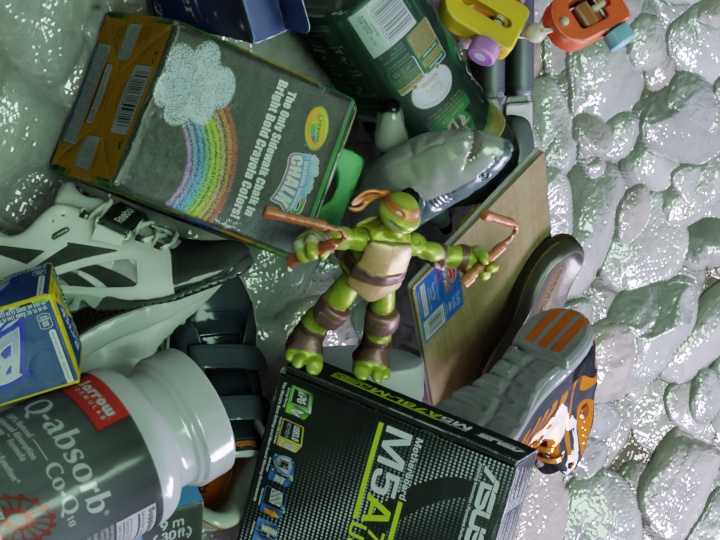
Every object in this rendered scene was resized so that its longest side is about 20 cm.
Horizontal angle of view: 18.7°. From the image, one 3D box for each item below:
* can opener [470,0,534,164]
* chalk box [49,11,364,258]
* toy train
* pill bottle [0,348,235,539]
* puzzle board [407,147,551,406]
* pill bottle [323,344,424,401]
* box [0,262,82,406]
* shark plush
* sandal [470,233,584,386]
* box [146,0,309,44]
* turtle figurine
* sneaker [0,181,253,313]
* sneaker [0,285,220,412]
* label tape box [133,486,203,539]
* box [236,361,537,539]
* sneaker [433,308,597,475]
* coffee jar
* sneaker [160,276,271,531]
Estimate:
[{"bbox_3d":[0.117,-0.149,1.694,0.052,0.066,0.201,-6,98,-31],"label":"can opener"},{"bbox_3d":[-0.093,-0.088,1.541,0.199,0.124,0.125,23,87,-31],"label":"chalk box"},{"bbox_3d":[0.108,-0.227,1.641,0.150,0.056,0.200,-34,85,-24],"label":"toy train"},{"bbox_3d":[-0.191,0.135,1.449,0.199,0.116,0.116,-27,113,-27],"label":"pill bottle"},{"bbox_3d":[0.093,0.011,1.675,0.151,0.017,0.200,-45,153,-19],"label":"puzzle board"},{"bbox_3d":[-0.004,0.164,1.656,0.114,0.114,0.201,-3,102,-30],"label":"pill bottle"},{"bbox_3d":[-0.289,0.063,1.449,0.199,0.064,0.070,-17,111,0],"label":"box"},{"bbox_3d":[0.038,-0.034,1.600,0.083,0.091,0.200,3,135,-24],"label":"shark plush"},{"bbox_3d":[0.138,0.069,1.727,0.082,0.054,0.201,4,112,-61],"label":"sandal"},{"bbox_3d":[-0.106,-0.219,1.462,0.032,0.200,0.122,-25,112,-24],"label":"box"},{"bbox_3d":[0.000,0.000,1.519,0.199,0.065,0.162,2,131,-30],"label":"turtle figurine"},{"bbox_3d":[-0.175,-0.018,1.499,0.199,0.074,0.089,-6,98,6],"label":"sneaker"},{"bbox_3d":[-0.177,0.053,1.565,0.200,0.073,0.085,-32,129,-16],"label":"sneaker"},{"bbox_3d":[-0.188,0.194,1.553,0.143,0.066,0.201,-12,125,-27],"label":"label tape box"},{"bbox_3d":[0.010,0.187,1.563,0.047,0.193,0.201,-16,125,-61],"label":"box"},{"bbox_3d":[0.117,0.129,1.640,0.200,0.077,0.112,-40,135,-23],"label":"sneaker"},{"bbox_3d":[0.035,-0.139,1.620,0.085,0.104,0.200,-44,119,-16],"label":"coffee jar"},{"bbox_3d":[-0.102,0.094,1.605,0.078,0.079,0.201,-3,100,-29],"label":"sneaker"}]
